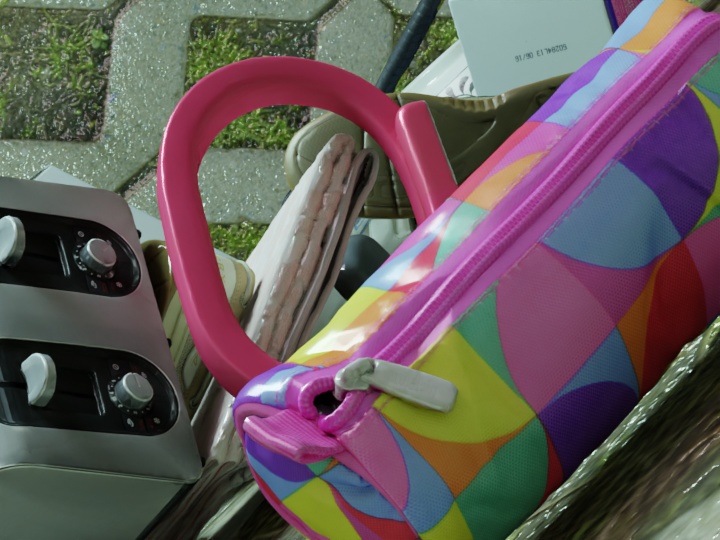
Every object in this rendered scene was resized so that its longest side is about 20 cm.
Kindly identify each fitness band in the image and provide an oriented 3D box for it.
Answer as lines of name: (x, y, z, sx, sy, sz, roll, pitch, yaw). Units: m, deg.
fitness band: (-0.022, -0.018, 1.039, 0.142, 0.201, 0.038, -11, -28, -10)

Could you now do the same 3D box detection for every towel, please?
towel: (-0.057, 0.049, 1.124, 0.191, 0.032, 0.201, -51, 16, 60)

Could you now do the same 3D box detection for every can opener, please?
can opener: (-0.016, 0.039, 1.174, 0.053, 0.067, 0.200, -40, 5, 26)

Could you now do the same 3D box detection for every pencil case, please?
pencil case: (0.053, 0.007, 0.616, 0.200, 0.088, 0.088, -45, 5, -23)

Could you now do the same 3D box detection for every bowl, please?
bowl: (0.092, -0.147, 1.927, 0.200, 0.094, 0.201, -41, 4, 3)

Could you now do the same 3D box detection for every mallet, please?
mallet: (0.012, -0.110, 1.418, 0.201, 0.041, 0.066, -59, -6, 19)

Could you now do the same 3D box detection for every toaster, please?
toaster: (-0.183, 0.075, 1.051, 0.118, 0.182, 0.200, 13, -46, -36)

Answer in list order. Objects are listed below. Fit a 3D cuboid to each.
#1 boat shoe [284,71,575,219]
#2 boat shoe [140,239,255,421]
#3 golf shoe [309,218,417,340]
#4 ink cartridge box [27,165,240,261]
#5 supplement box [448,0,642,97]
boat shoe: (0.059, -0.062, 1.189, 0.198, 0.074, 0.065, -6, -13, 5)
boat shoe: (-0.114, 0.083, 1.109, 0.073, 0.063, 0.202, 32, 106, 51)
golf shoe: (0.000, 0.000, 1.293, 0.202, 0.097, 0.078, -68, -21, 1)
ink cartridge box: (-0.163, 0.060, 1.301, 0.083, 0.145, 0.201, -47, -21, -52)
supplement box: (0.138, -0.168, 1.442, 0.100, 0.104, 0.200, -14, 13, 19)
